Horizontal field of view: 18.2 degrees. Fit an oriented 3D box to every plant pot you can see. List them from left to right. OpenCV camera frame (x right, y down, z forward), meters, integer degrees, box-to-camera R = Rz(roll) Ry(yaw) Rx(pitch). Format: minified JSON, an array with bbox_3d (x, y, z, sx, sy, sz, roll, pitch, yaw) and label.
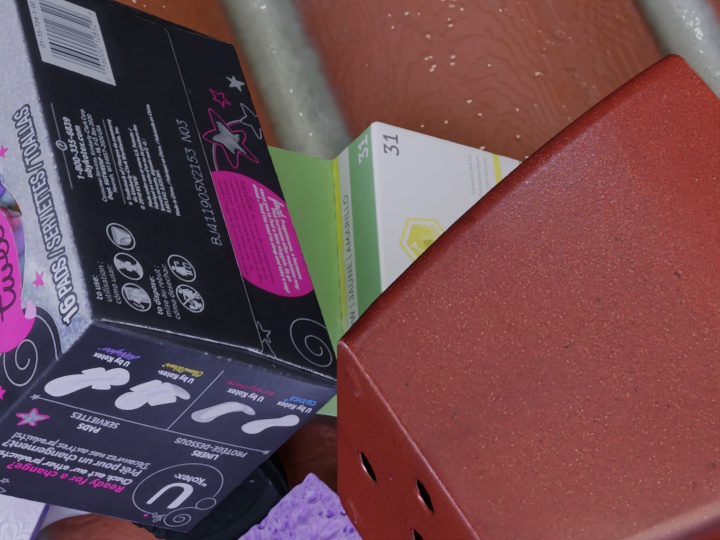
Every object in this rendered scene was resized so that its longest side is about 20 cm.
[{"bbox_3d":[0.097,0.072,0.900,0.176,0.200,0.200,-25,60,-18],"label":"plant pot"}]

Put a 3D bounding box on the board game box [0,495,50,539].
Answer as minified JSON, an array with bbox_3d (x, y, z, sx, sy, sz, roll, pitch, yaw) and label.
[{"bbox_3d":[-0.251,0.123,0.957,0.199,0.043,0.200,23,67,-3],"label":"board game box"}]

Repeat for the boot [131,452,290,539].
[{"bbox_3d":[-0.106,0.029,1.078,0.198,0.073,0.163,36,33,-20],"label":"boot"}]

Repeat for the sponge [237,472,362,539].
[{"bbox_3d":[-0.060,0.185,0.985,0.200,0.030,0.112,-42,39,-8],"label":"sponge"}]

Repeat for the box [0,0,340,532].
[{"bbox_3d":[-0.113,-0.009,0.945,0.132,0.115,0.200,17,40,-38],"label":"box"}]

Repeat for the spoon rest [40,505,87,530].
[{"bbox_3d":[-0.191,0.178,1.014,0.099,0.061,0.200,41,62,-21],"label":"spoon rest"}]

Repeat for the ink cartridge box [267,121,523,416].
[{"bbox_3d":[0.000,0.000,1.066,0.200,0.048,0.146,14,58,-29],"label":"ink cartridge box"}]
